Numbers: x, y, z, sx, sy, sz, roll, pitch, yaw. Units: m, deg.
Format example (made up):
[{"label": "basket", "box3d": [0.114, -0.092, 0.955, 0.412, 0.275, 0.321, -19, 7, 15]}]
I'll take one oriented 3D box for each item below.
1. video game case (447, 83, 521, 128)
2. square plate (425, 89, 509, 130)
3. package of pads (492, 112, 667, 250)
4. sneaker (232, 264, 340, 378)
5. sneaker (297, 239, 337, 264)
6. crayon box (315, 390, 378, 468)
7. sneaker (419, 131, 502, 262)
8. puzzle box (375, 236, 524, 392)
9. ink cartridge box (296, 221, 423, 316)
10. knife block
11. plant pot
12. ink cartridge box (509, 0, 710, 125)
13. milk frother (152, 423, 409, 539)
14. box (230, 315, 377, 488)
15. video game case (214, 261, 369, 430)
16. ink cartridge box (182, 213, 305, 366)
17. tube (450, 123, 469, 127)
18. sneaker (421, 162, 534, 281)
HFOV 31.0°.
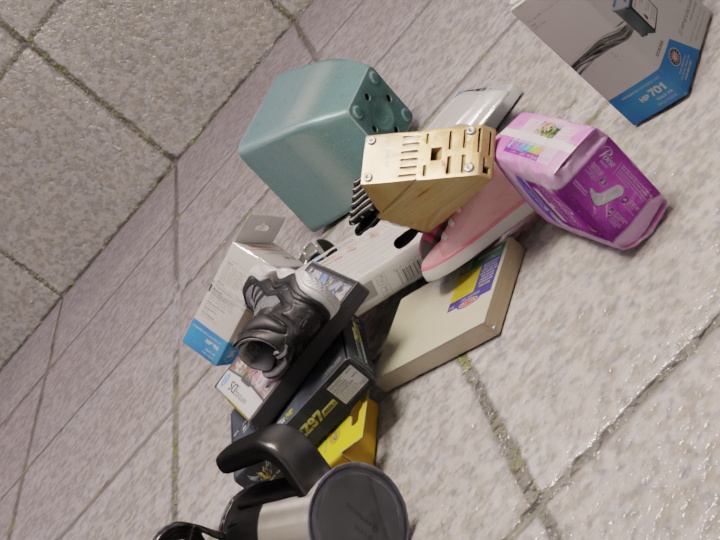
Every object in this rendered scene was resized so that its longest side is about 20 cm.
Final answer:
[{"label": "video game case", "box3d": [0.127, -0.176, 1.835, 0.201, 0.023, 0.182, -55, 19, -9]}, {"label": "square plate", "box3d": [0.106, -0.173, 1.759, 0.200, 0.028, 0.198, -49, 12, 0]}, {"label": "package of pads", "box3d": [0.217, -0.094, 1.329, 0.076, 0.120, 0.200, -48, 19, -2]}, {"label": "sneaker", "box3d": [-0.108, 0.057, 1.479, 0.114, 0.075, 0.200, -53, 22, -17]}, {"label": "sneaker", "box3d": [-0.097, 0.051, 1.896, 0.201, 0.075, 0.087, -56, 2, -13]}, {"label": "crayon box", "box3d": [-0.044, 0.217, 1.474, 0.200, 0.051, 0.127, -42, 20, 27]}, {"label": "sneaker", "box3d": [0.143, -0.080, 1.576, 0.200, 0.079, 0.095, -50, 2, -4]}, {"label": "puzzle box", "box3d": [0.099, 0.052, 1.484, 0.200, 0.025, 0.134, -32, 27, 45]}, {"label": "ink cartridge box", "box3d": [0.000, 0.000, 1.683, 0.160, 0.050, 0.200, -31, 14, -13]}, {"label": "knife block", "box3d": [0.075, -0.086, 1.469, 0.198, 0.176, 0.065, -4, 64, 22]}, {"label": "plant pot", "box3d": [-0.034, -0.215, 2.045, 0.199, 0.196, 0.197, -18, 36, 41]}, {"label": "ink cartridge box", "box3d": [0.275, -0.283, 1.417, 0.086, 0.200, 0.147, -28, 30, 48]}, {"label": "milk frother", "box3d": [-0.090, 0.274, 1.276, 0.188, 0.180, 0.201, -25, 29, 53]}, {"label": "box", "box3d": [-0.070, 0.147, 1.503, 0.200, 0.051, 0.158, -46, 20, 13]}, {"label": "video game case", "box3d": [-0.085, 0.084, 1.534, 0.201, 0.025, 0.181, -53, 20, -5]}, {"label": "ink cartridge box", "box3d": [-0.149, 0.027, 1.779, 0.201, 0.068, 0.116, -62, -20, 12]}, {"label": "tube", "box3d": [0.115, -0.113, 1.637, 0.078, 0.050, 0.200, -54, -11, -23]}, {"label": "sneaker", "box3d": [0.131, -0.080, 1.482, 0.200, 0.105, 0.075, -38, 1, 13]}]
